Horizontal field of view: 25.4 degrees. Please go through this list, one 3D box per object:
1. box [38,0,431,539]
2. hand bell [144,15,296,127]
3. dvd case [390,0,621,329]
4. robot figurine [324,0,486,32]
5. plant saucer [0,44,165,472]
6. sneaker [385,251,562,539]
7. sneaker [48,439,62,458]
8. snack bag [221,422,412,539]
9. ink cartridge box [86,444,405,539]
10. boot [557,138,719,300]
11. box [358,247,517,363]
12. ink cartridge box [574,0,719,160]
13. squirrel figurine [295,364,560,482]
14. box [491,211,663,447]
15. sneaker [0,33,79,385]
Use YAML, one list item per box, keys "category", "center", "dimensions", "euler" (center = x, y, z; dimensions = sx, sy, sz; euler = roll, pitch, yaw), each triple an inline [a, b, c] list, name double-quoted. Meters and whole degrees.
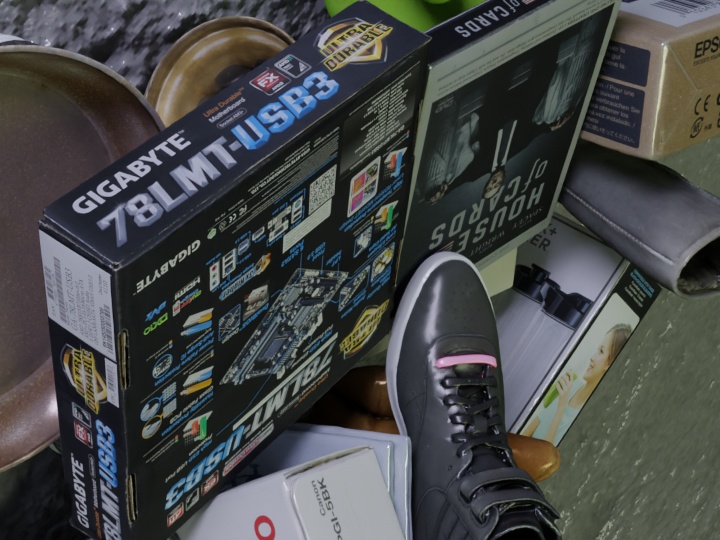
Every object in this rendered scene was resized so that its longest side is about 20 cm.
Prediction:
- category: "box"
  center: [-0.052, 0.007, 0.718]
  dimensions: [0.200, 0.050, 0.199]
  euler: [-41, 152, -35]
- category: "hand bell"
  center: [-0.023, -0.068, 0.873]
  dimensions: [0.200, 0.104, 0.104]
  euler: [8, 109, -65]
- category: "dvd case"
  center: [0.065, -0.065, 0.840]
  dimensions: [0.150, 0.025, 0.200]
  euler: [-32, 150, -32]
- category: "robot figurine"
  center: [0.043, -0.187, 0.820]
  dimensions: [0.175, 0.115, 0.200]
  euler: [-37, 142, -51]
- category: "plant saucer"
  center: [-0.161, -0.002, 0.653]
  dimensions: [0.200, 0.032, 0.201]
  euler: [-25, 132, -32]
- category: "sneaker"
  center: [0.064, 0.091, 0.822]
  dimensions: [0.071, 0.099, 0.201]
  euler: [1, 90, -27]
- category: "sneaker"
  center: [-0.129, 0.038, 0.798]
  dimensions: [0.066, 0.090, 0.200]
  euler: [-29, 135, -33]
- category: "snack bag"
  center: [-0.051, 0.178, 0.862]
  dimensions: [0.021, 0.188, 0.201]
  euler: [-12, 101, -57]
- category: "ink cartridge box"
  center: [-0.066, 0.188, 0.810]
  dimensions: [0.083, 0.200, 0.147]
  euler: [-11, 80, -57]
- category: "boot"
  center: [0.171, -0.060, 0.992]
  dimensions: [0.182, 0.200, 0.073]
  euler: [-21, 128, -43]
- category: "box"
  center: [0.000, 0.000, 0.935]
  dimensions: [0.200, 0.082, 0.069]
  euler: [-26, 131, -39]
- category: "ink cartridge box"
  center: [0.172, -0.142, 0.965]
  dimensions: [0.200, 0.165, 0.075]
  euler: [-22, 125, -40]
- category: "squirrel figurine"
  center: [-0.006, 0.172, 0.949]
  dimensions: [0.141, 0.200, 0.187]
  euler: [29, 66, -33]
- category: "box"
  center: [0.095, 0.057, 1.061]
  dimensions: [0.200, 0.117, 0.060]
  euler: [-55, 142, -4]
- category: "sneaker"
  center: [-0.169, -0.018, 0.720]
  dimensions: [0.076, 0.077, 0.200]
  euler: [-15, 125, -41]
